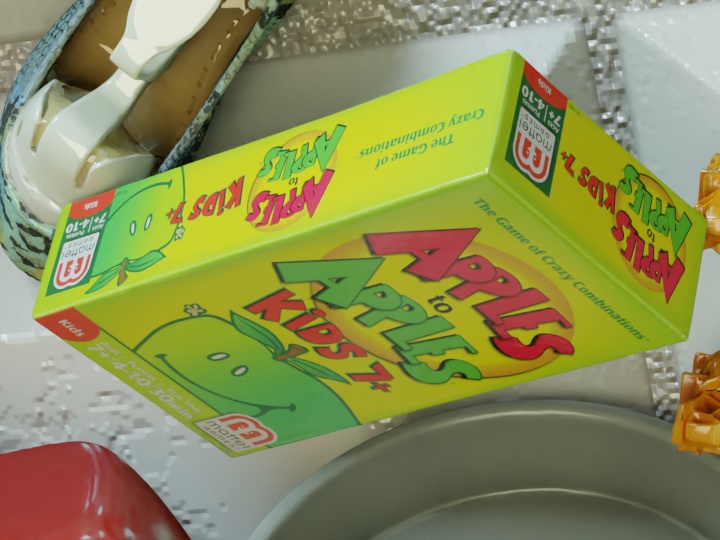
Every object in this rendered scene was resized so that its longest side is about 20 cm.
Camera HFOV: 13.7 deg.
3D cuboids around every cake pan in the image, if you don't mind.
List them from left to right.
[{"bbox_3d":[0.050,0.125,0.979,0.200,0.200,0.037,3,134,17],"label":"cake pan"}]

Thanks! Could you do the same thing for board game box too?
[{"bbox_3d":[0.000,0.000,0.970,0.200,0.048,0.102,-17,138,40],"label":"board game box"}]

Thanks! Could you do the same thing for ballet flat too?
[{"bbox_3d":[-0.079,-0.068,1.015,0.074,0.074,0.200,35,116,3],"label":"ballet flat"}]

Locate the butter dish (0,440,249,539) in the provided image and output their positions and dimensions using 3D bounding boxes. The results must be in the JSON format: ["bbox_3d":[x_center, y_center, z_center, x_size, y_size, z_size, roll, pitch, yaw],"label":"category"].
[{"bbox_3d":[-0.088,0.137,1.050,0.148,0.200,0.200,-21,103,-3],"label":"butter dish"}]

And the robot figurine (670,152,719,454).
[{"bbox_3d":[0.204,0.026,0.960,0.200,0.058,0.145,8,110,16],"label":"robot figurine"}]
